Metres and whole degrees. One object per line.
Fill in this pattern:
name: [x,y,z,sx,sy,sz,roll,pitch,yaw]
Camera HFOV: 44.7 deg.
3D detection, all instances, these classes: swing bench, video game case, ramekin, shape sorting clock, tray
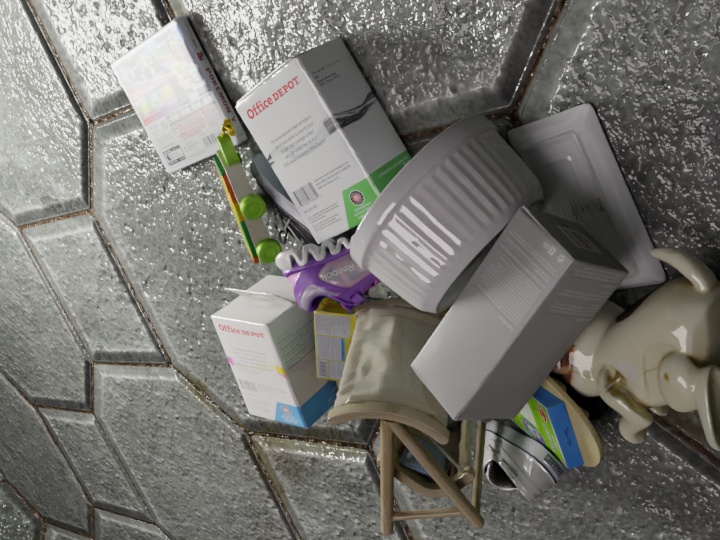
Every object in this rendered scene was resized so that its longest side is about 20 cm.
swing bench: [0.065,0.162,1.018,0.129,0.199,0.201,-10,122,18]
video game case: [-0.261,-0.242,1.244,0.200,0.023,0.183,-10,111,49]
ramekin: [0.095,-0.049,0.892,0.105,0.200,0.200,44,140,13]
shape sorting clock: [0.193,0.143,0.983,0.200,0.039,0.200,48,168,13]
tray: [0.226,-0.063,0.895,0.107,0.022,0.201,-14,108,48]

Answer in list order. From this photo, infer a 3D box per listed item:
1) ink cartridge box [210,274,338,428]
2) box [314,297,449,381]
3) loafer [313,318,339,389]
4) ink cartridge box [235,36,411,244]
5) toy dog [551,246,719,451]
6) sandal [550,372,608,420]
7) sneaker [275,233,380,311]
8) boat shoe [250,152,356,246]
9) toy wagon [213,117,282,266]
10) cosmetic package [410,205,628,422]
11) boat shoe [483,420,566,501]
ink cartridge box: [-0.112,0.104,1.273,0.128,0.125,0.201,6,122,42]
box: [0.043,0.094,1.126,0.199,0.048,0.118,7,126,9]
loafer: [-0.006,0.115,1.224,0.068,0.076,0.201,12,136,37]
ink cartridge box: [-0.038,-0.152,1.039,0.146,0.084,0.200,-21,102,50]
toy dog: [0.272,0.079,0.866,0.200,0.140,0.194,-6,119,51]
sandal: [0.213,0.118,1.032,0.200,0.048,0.076,17,135,53]
sneaker: [0.000,0.000,1.060,0.199,0.080,0.089,-14,83,12]
boat shoe: [-0.076,-0.068,1.151,0.199,0.074,0.068,41,126,0]
toy wagon: [-0.158,-0.105,1.158,0.155,0.039,0.201,-123,13,-54]
cosmetic package: [0.151,0.048,0.848,0.200,0.107,0.090,-54,51,22]
boat shoe: [0.178,0.234,1.076,0.074,0.065,0.200,48,170,-3]
